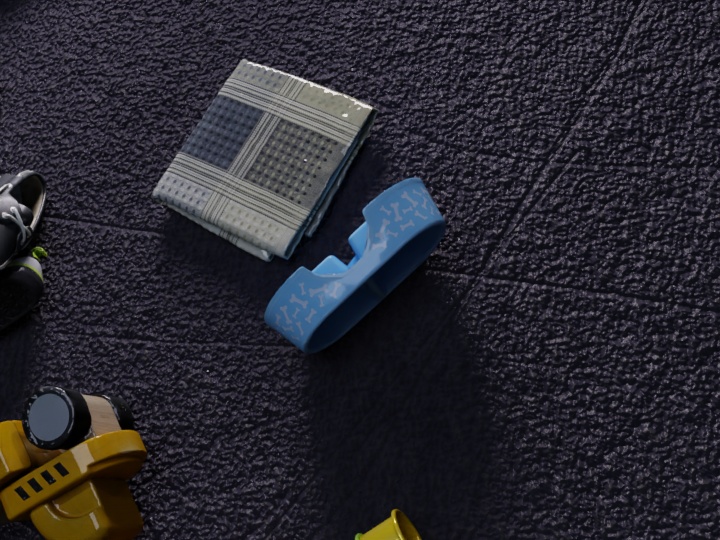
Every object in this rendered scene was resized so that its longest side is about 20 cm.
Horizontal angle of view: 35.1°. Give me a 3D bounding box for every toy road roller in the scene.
[{"bbox_3d":[-0.296,0.210,1.081,0.199,0.123,0.147,-31,73,8],"label":"toy road roller"}]

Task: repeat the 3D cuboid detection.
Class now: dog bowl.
[{"bbox_3d":[0.000,0.000,1.069,0.200,0.111,0.050,-43,73,0],"label":"dog bowl"}]

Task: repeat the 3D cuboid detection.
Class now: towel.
[{"bbox_3d":[-0.100,-0.118,1.204,0.199,0.035,0.194,25,76,30],"label":"towel"}]

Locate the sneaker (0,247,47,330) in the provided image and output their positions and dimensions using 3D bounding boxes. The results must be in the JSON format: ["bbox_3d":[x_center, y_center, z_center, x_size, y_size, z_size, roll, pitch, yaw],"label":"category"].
[{"bbox_3d":[-0.426,0.037,1.254,0.198,0.072,0.083,-25,38,9],"label":"sneaker"}]

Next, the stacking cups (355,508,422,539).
[{"bbox_3d":[-0.033,0.287,0.993,0.199,0.060,0.061,-36,60,10],"label":"stacking cups"}]

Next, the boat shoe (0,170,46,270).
[{"bbox_3d":[-0.380,-0.056,1.219,0.060,0.076,0.201,-15,33,2],"label":"boat shoe"}]
